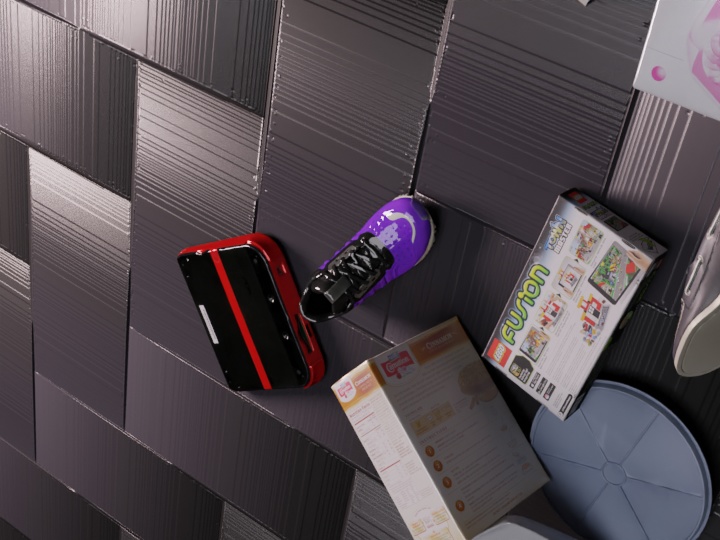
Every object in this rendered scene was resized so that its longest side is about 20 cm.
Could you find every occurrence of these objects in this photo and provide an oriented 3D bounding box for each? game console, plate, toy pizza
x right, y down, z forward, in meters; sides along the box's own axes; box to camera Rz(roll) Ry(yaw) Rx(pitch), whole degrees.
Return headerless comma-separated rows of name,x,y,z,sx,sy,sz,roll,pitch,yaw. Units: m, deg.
game console,-0.136,0.057,1.339,0.175,0.031,0.203,-7,108,44
plate,0.182,0.321,1.168,0.197,0.033,0.200,27,143,-18
toy pizza,0.265,0.201,1.100,0.198,0.032,0.204,17,119,33

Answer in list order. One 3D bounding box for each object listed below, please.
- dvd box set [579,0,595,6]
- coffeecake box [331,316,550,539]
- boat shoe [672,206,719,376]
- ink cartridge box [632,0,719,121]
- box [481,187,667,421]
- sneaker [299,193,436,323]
dvd box set,0.160,-0.343,0.894,0.200,0.029,0.147,46,132,10
coffeecake box,0.085,0.170,1.118,0.073,0.152,0.202,-38,78,44
boat shoe,0.323,0.009,0.953,0.063,0.071,0.202,-107,22,-46
ink cartridge box,0.330,-0.203,0.832,0.198,0.043,0.199,27,126,26
box,0.202,0.035,1.039,0.110,0.035,0.202,38,126,24
sneaker,0.000,0.001,1.150,0.070,0.099,0.200,49,133,2
